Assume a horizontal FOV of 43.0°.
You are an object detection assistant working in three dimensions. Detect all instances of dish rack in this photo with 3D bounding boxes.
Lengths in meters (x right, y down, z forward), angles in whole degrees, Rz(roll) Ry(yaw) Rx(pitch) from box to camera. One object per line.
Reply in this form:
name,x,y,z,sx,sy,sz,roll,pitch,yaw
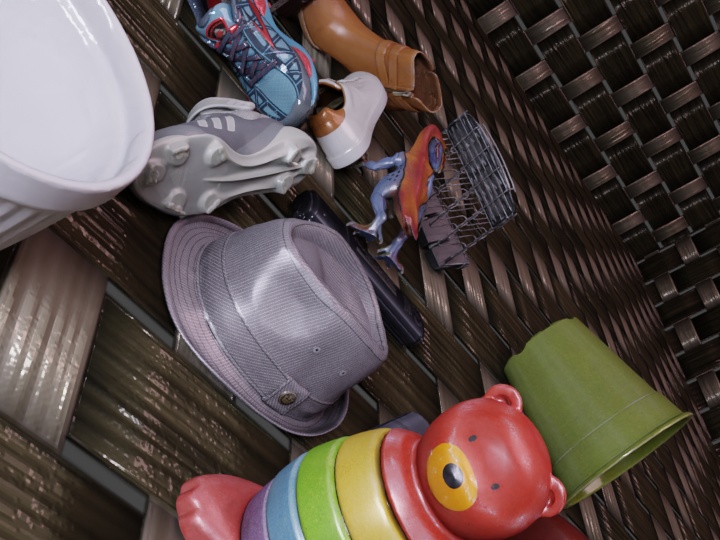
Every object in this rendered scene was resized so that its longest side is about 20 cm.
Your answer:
dish rack,0.121,-0.097,1.121,0.054,0.200,0.154,-18,78,-33

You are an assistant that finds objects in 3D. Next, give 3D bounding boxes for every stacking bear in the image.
stacking bear,0.015,0.138,0.515,0.113,0.199,0.122,23,41,-58

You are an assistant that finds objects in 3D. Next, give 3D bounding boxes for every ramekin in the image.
ramekin,-0.207,-0.099,0.444,0.200,0.105,0.201,49,22,-28

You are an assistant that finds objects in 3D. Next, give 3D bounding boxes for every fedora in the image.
fedora,-0.046,0.025,0.680,0.200,0.090,0.178,47,24,-31

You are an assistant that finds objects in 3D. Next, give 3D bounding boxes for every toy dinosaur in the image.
toy dinosaur,0.065,-0.091,1.007,0.105,0.199,0.182,41,70,-26

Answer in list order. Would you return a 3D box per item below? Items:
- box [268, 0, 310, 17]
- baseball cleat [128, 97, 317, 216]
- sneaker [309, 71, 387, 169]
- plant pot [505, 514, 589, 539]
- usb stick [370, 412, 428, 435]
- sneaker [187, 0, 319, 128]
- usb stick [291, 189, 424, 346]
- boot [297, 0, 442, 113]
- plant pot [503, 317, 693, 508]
box,-0.098,-0.401,1.013,0.165,0.165,0.200,59,21,0
baseball cleat,-0.122,-0.092,0.712,0.106,0.070,0.199,34,22,27
sneaker,-0.020,-0.203,1.069,0.085,0.072,0.201,53,23,-26
plant pot,0.120,0.284,0.609,0.201,0.199,0.176,55,9,-13
usb stick,0.018,0.152,0.723,0.056,0.032,0.200,65,21,10
sneaker,-0.118,-0.217,0.879,0.095,0.079,0.201,-6,59,-58
usb stick,0.000,0.000,0.907,0.200,0.032,0.056,49,16,-29
boot,0.017,-0.282,1.158,0.154,0.074,0.200,27,-15,48
plant pot,0.287,0.169,1.180,0.191,0.200,0.200,56,17,22
